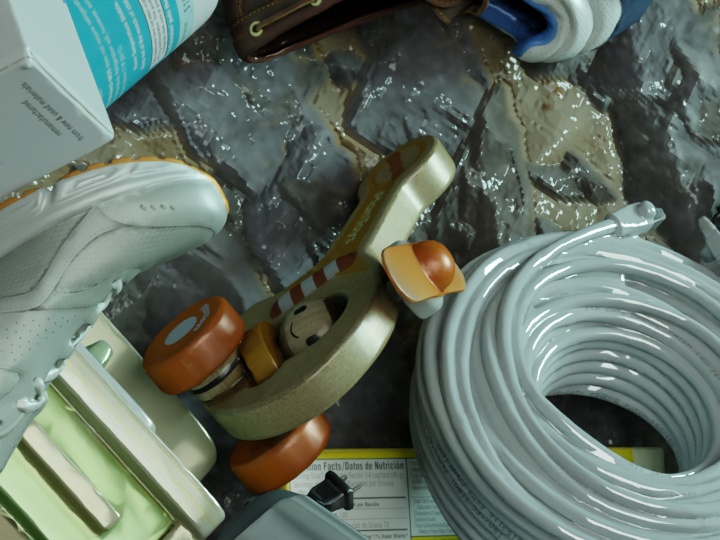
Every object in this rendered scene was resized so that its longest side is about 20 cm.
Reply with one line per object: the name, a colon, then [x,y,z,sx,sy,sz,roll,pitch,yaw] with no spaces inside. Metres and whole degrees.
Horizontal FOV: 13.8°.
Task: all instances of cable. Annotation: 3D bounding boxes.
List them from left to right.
cable: [0.114,0.069,1.339,0.199,0.069,0.200,-9,54,-31]

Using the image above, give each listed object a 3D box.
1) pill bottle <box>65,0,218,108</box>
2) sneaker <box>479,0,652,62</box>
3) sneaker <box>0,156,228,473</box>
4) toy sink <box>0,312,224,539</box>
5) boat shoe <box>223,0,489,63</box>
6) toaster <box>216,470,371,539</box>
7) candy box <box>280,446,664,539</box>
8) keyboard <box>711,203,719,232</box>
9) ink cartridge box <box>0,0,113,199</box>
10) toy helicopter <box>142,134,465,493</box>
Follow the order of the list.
pill bottle: [-0.161,-0.095,1.264,0.200,0.111,0.111,-44,99,-26]
sneaker: [0.072,-0.197,1.407,0.146,0.080,0.201,-39,103,-30]
sneaker: [-0.135,0.028,1.156,0.199,0.076,0.092,-25,78,-9]
toy sink: [-0.144,0.093,1.236,0.130,0.112,0.200,49,64,-9]
boat shoe: [0.032,-0.142,1.342,0.199,0.070,0.071,-14,70,17]
toaster: [-0.024,0.183,1.208,0.129,0.114,0.200,29,59,30]
candy box: [0.052,0.133,1.366,0.199,0.026,0.103,2,79,-25]
keyboard: [0.242,0.003,1.477,0.199,0.021,0.128,-15,83,-31]
ink cartridge box: [-0.216,-0.076,1.149,0.199,0.084,0.146,-27,62,9]
toy helicopter: [0.000,0.000,1.311,0.079,0.132,0.200,50,41,-17]
